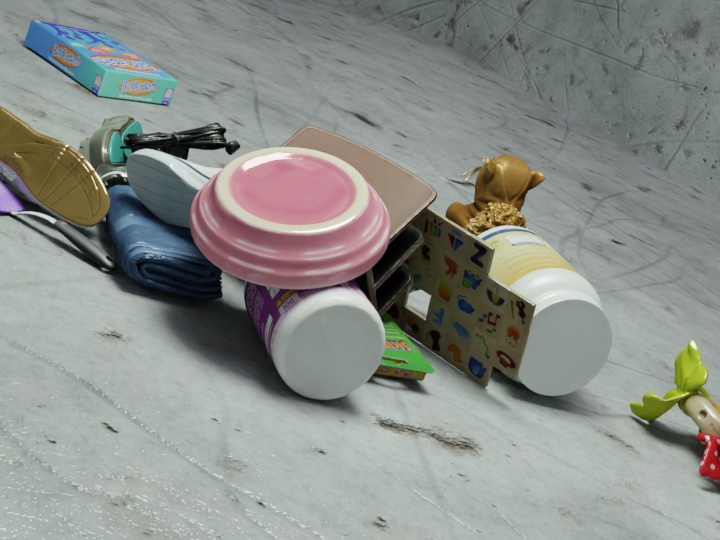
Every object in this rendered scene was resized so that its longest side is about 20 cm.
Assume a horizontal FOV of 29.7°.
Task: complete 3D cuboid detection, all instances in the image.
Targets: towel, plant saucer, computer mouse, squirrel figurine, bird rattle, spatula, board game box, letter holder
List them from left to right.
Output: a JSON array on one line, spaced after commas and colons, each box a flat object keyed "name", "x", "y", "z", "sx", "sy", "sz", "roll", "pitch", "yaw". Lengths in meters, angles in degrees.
[{"name": "spatula", "x": -0.332, "y": -0.051, "z": 1.424, "sx": 0.199, "sy": 0.021, "sz": 0.056, "roll": 29, "pitch": 14, "yaw": 18}, {"name": "board game box", "x": -0.405, "y": -0.325, "z": 2.121, "sx": 0.199, "sy": 0.045, "sz": 0.152, "roll": 35, "pitch": 20, "yaw": 32}, {"name": "towel", "x": -0.217, "y": -0.030, "z": 1.462, "sx": 0.111, "sy": 0.049, "sz": 0.200, "roll": 15, "pitch": 19, "yaw": -24}, {"name": "computer mouse", "x": -0.216, "y": -0.153, "z": 1.654, "sx": 0.139, "sy": 0.047, "sz": 0.200, "roll": -3, "pitch": -7, "yaw": -5}, {"name": "plant saucer", "x": -0.068, "y": -0.061, "z": 1.331, "sx": 0.198, "sy": 0.051, "sz": 0.201, "roll": 4, "pitch": 37, "yaw": -3}, {"name": "letter holder", "x": -0.022, "y": -0.059, "z": 1.523, "sx": 0.199, "sy": 0.101, "sz": 0.142, "roll": 29, "pitch": 59, "yaw": 29}, {"name": "board game box", "x": 0.001, "y": 0.066, "z": 1.491, "sx": 0.095, "sy": 0.030, "sz": 0.200, "roll": 11, "pitch": 17, "yaw": -28}, {"name": "squirrel figurine", "x": 0.183, "y": -0.055, "z": 1.817, "sx": 0.140, "sy": 0.188, "sz": 0.200, "roll": 18, "pitch": 17, "yaw": -16}, {"name": "bird rattle", "x": 0.424, "y": 0.182, "z": 1.579, "sx": 0.163, "sy": 0.113, "sz": 0.200, "roll": 30, "pitch": 11, "yaw": -45}]

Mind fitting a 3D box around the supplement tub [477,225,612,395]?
[{"name": "supplement tub", "x": 0.200, "y": 0.047, "z": 1.603, "sx": 0.143, "sy": 0.145, "sz": 0.200, "roll": 15, "pitch": 18, "yaw": -23}]

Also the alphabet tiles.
[{"name": "alphabet tiles", "x": 0.107, "y": 0.030, "z": 1.507, "sx": 0.199, "sy": 0.168, "sz": 0.008, "roll": 33, "pitch": 39, "yaw": 31}]

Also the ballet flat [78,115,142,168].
[{"name": "ballet flat", "x": -0.319, "y": -0.149, "z": 1.697, "sx": 0.063, "sy": 0.068, "sz": 0.200, "roll": -5, "pitch": 16, "yaw": 3}]

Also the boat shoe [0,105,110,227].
[{"name": "boat shoe", "x": -0.353, "y": -0.109, "z": 1.491, "sx": 0.200, "sy": 0.071, "sz": 0.069, "roll": 38, "pitch": -23, "yaw": 11}]

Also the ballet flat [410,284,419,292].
[{"name": "ballet flat", "x": 0.000, "y": 0.000, "z": 1.635, "sx": 0.198, "sy": 0.075, "sz": 0.074, "roll": 18, "pitch": 17, "yaw": -1}]

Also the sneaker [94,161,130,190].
[{"name": "sneaker", "x": -0.229, "y": -0.094, "z": 1.608, "sx": 0.199, "sy": 0.067, "sz": 0.091, "roll": 10, "pitch": 23, "yaw": -30}]

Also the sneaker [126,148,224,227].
[{"name": "sneaker", "x": -0.161, "y": -0.081, "z": 1.448, "sx": 0.199, "sy": 0.074, "sz": 0.071, "roll": 26, "pitch": 34, "yaw": 25}]

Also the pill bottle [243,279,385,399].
[{"name": "pill bottle", "x": -0.055, "y": 0.035, "z": 1.363, "sx": 0.111, "sy": 0.113, "sz": 0.200, "roll": 15, "pitch": 19, "yaw": -25}]
